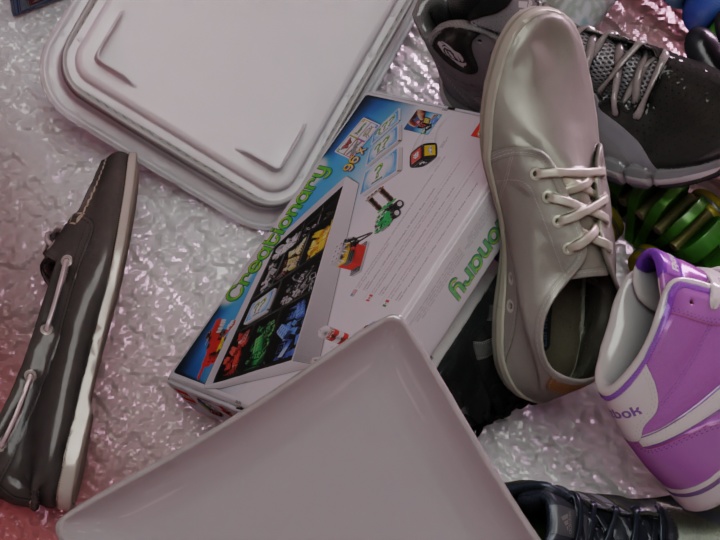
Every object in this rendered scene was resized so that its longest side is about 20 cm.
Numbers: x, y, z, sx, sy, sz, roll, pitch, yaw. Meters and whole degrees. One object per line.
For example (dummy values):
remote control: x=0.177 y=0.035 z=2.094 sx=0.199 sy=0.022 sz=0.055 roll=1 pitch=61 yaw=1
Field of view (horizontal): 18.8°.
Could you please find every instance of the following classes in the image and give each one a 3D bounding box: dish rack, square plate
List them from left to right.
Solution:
dish rack: x=-0.062 y=-0.142 z=1.189 sx=0.171 sy=0.044 sz=0.201 roll=31 pitch=78 yaw=-6
square plate: x=-0.013 y=0.150 z=1.047 sx=0.199 sy=0.028 sz=0.199 roll=-32 pitch=98 yaw=8

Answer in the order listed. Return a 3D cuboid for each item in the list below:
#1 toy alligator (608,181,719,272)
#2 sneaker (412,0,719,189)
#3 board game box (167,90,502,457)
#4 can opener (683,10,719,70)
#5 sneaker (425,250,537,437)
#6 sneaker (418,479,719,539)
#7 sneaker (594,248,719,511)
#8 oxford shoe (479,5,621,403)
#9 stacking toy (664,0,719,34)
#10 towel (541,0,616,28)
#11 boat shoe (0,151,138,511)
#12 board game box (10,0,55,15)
toy alligator: x=0.143 y=-0.052 z=1.195 sx=0.059 sy=0.054 sz=0.200 roll=-42 pitch=76 yaw=-19
sneaker: x=0.108 y=-0.109 z=1.138 sx=0.199 sy=0.116 sz=0.075 roll=13 pitch=66 yaw=34
board game box: x=0.000 y=0.000 z=1.130 sx=0.126 sy=0.035 sz=0.201 roll=17 pitch=66 yaw=45
can opener: x=0.234 y=-0.048 z=1.167 sx=0.078 sy=0.063 sz=0.201 roll=-23 pitch=92 yaw=-42
sneaker: x=0.073 y=0.049 z=1.140 sx=0.087 sy=0.076 sz=0.201 roll=28 pitch=70 yaw=-1
sneaker: x=0.110 y=0.142 z=1.096 sx=0.198 sy=0.081 sz=0.074 roll=-3 pitch=67 yaw=-5
sneaker: x=0.198 y=0.011 z=1.080 sx=0.201 sy=0.073 sz=0.114 roll=-47 pitch=111 yaw=-16
oxford shoe: x=0.101 y=-0.031 z=1.086 sx=0.075 sy=0.058 sz=0.202 roll=-6 pitch=98 yaw=-33
stacking toy: x=0.228 y=-0.136 z=1.228 sx=0.085 sy=0.085 sz=0.201 roll=-27 pitch=77 yaw=-14
towel: x=0.098 y=-0.248 z=1.224 sx=0.200 sy=0.172 sz=0.048 roll=45 pitch=27 yaw=21
boat shoe: x=-0.158 y=0.026 z=1.135 sx=0.057 sy=0.067 sz=0.201 roll=11 pitch=70 yaw=-4
board game box: x=-0.152 y=-0.249 z=1.255 sx=0.199 sy=0.062 sz=0.200 roll=-37 pitch=74 yaw=-18
